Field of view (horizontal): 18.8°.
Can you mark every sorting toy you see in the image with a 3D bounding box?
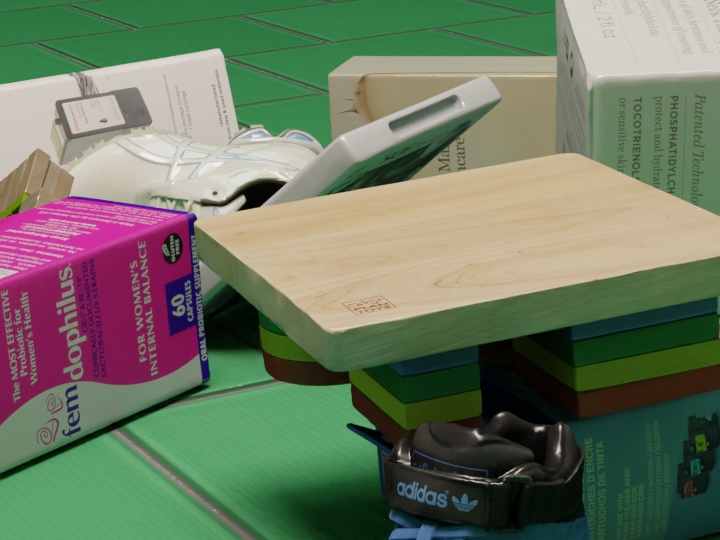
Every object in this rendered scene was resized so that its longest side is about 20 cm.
[{"bbox_3d":[0.050,0.014,0.970,0.200,0.070,0.199,-11,18,-18],"label":"sorting toy"}]

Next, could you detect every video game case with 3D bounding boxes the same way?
[{"bbox_3d":[-0.024,-0.036,1.314,0.200,0.023,0.182,-40,-7,34],"label":"video game case"}]

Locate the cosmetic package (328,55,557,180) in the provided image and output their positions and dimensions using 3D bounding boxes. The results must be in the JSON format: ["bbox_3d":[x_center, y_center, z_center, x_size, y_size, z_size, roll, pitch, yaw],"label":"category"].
[{"bbox_3d":[0.083,-0.102,1.593,0.200,0.104,0.073,0,17,17],"label":"cosmetic package"}]

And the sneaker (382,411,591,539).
[{"bbox_3d":[0.019,0.115,0.811,0.077,0.111,0.200,11,22,42],"label":"sneaker"}]

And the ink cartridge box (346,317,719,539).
[{"bbox_3d":[0.095,0.077,1.005,0.200,0.076,0.136,-12,18,-24],"label":"ink cartridge box"}]

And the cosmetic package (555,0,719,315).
[{"bbox_3d":[0.226,-0.083,1.320,0.200,0.167,0.167,-4,30,-1],"label":"cosmetic package"}]

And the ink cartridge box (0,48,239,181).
[{"bbox_3d":[-0.212,-0.101,1.624,0.200,0.084,0.145,-13,1,-28],"label":"ink cartridge box"}]

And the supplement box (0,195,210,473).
[{"bbox_3d":[-0.184,0.034,1.162,0.103,0.101,0.200,9,21,37],"label":"supplement box"}]

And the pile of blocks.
[{"bbox_3d":[-0.205,-0.005,1.416,0.062,0.082,0.200,37,11,-25],"label":"pile of blocks"}]

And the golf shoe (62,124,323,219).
[{"bbox_3d":[-0.119,-0.053,1.521,0.200,0.078,0.097,-10,28,-4],"label":"golf shoe"}]
